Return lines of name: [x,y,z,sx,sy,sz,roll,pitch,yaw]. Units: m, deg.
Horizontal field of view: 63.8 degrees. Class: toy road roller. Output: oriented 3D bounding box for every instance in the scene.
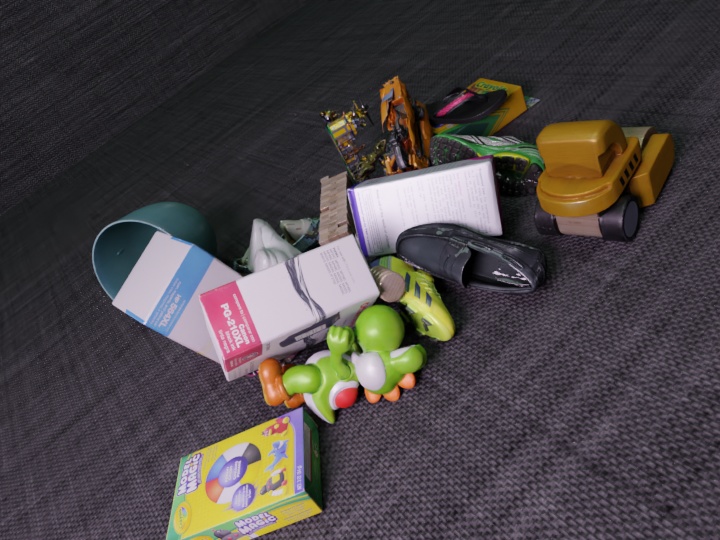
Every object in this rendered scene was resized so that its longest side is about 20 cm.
toy road roller: [0.298,-0.140,0.729,0.122,0.147,0.200,10,51,44]

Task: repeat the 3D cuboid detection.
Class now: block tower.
block tower: [-0.036,-0.095,1.003,0.057,0.054,0.201,-21,39,13]

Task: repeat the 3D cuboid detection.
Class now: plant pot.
plant pot: [-0.357,-0.033,1.069,0.198,0.202,0.161,-16,24,21]

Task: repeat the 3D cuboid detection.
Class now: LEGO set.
LEGO set: [0.025,-0.212,1.014,0.115,0.202,0.154,-29,13,2]

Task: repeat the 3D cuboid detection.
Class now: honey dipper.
honey dipper: [0.000,0.000,0.786,0.038,0.038,0.200,-38,24,-12]

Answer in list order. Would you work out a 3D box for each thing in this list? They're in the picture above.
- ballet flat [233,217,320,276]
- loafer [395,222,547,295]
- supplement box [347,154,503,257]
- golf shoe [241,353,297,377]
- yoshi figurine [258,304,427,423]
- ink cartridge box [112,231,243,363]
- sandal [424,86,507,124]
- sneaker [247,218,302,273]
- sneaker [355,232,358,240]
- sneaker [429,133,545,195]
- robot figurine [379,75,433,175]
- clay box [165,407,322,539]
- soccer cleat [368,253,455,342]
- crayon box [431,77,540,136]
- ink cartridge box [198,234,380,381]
ballet flat: [-0.138,-0.047,1.020,0.199,0.075,0.074,-39,34,-14]
loafer: [0.132,-0.014,0.729,0.198,0.069,0.070,13,32,24]
supplement box: [0.096,-0.092,0.818,0.197,0.105,0.101,-10,13,19]
golf shoe: [-0.112,0.082,0.839,0.199,0.073,0.092,-36,17,-21]
yoshi figurine: [-0.020,0.101,0.705,0.197,0.113,0.113,-16,29,16]
ink cartridge box: [-0.233,0.054,0.864,0.128,0.200,0.126,15,71,47]
sandal: [0.164,-0.297,1.036,0.198,0.045,0.075,2,45,39]
sneaker: [-0.129,-0.022,0.914,0.087,0.076,0.200,3,24,-20]
sneaker: [0.074,-0.104,0.914,0.198,0.082,0.077,-24,34,10]
sneaker: [0.199,-0.176,0.914,0.198,0.079,0.085,21,45,27]
robot figurine: [0.082,-0.220,0.981,0.058,0.144,0.203,-20,58,32]
clay box: [-0.142,0.247,0.660,0.198,0.048,0.115,-24,34,9]
soccer cleat: [0.073,0.023,0.769,0.083,0.065,0.200,-34,33,-10]
crayon box: [0.216,-0.295,1.081,0.199,0.052,0.126,-36,34,-8]
ink cartridge box: [-0.088,0.050,0.721,0.198,0.085,0.145,-22,-14,-18]
